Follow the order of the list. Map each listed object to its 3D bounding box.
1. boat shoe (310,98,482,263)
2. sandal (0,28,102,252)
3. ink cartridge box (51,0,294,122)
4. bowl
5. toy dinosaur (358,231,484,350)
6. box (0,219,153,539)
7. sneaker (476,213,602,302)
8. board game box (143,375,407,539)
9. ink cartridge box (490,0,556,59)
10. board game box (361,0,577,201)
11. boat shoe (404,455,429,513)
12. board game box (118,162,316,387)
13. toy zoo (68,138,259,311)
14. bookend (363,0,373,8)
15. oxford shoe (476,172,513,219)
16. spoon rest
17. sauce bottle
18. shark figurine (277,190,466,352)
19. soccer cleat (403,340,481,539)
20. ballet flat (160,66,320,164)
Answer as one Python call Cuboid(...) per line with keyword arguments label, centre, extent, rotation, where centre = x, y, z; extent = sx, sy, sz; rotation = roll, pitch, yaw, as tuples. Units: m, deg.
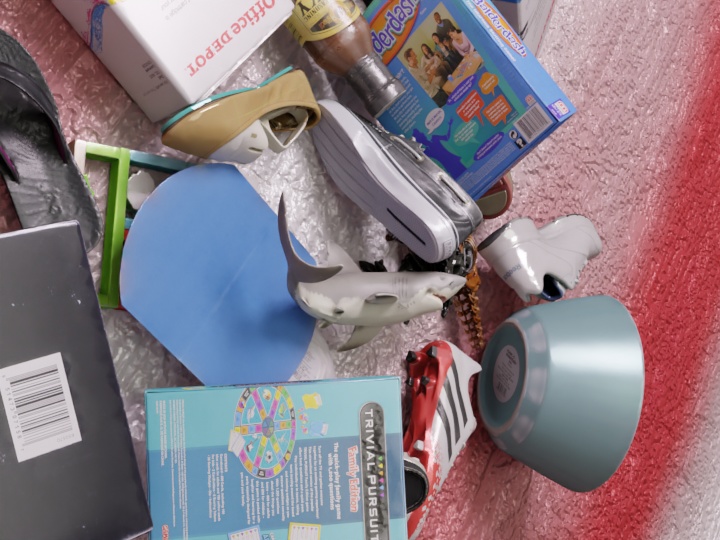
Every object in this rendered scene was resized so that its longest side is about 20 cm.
Cuboid(label="boat shoe", centre=(0.031, -0.090, 0.866), extent=(0.071, 0.072, 0.200), rotation=(-31, 69, -28))
Cuboid(label="sandal", centre=(-0.252, -0.103, 0.697), extent=(0.075, 0.048, 0.202), rotation=(-32, 97, -23))
Cuboid(label="ink cartridge box", centre=(-0.172, -0.246, 0.763), extent=(0.201, 0.084, 0.145), rotation=(52, 59, -21))
Cuboid(label="bowl", centre=(0.188, 0.117, 0.949), extent=(0.104, 0.201, 0.204), rotation=(10, 78, -16))
Cuboid(label="toy dinosaur", centre=(0.080, -0.017, 0.930), extent=(0.200, 0.102, 0.136), rotation=(48, 40, 2))
Cuboid(label="box", centre=(-0.239, 0.083, 0.616), extent=(0.103, 0.181, 0.203), rotation=(-15, 95, -37))
Cuboid(label="sneaker", centre=(0.203, -0.008, 1.004), extent=(0.199, 0.074, 0.088), rotation=(-9, 65, -46))
Cuboid(label="board game box", centre=(-0.065, 0.163, 0.726), extent=(0.197, 0.047, 0.153), rotation=(-1, 86, -13))
Cuboid(label="ink cartridge box", centre=(0.145, -0.297, 0.947), extent=(0.200, 0.083, 0.147), rotation=(68, 40, -63))
Cuboid(label="board game box", centre=(0.080, -0.174, 0.864), extent=(0.201, 0.152, 0.045), rotation=(53, 42, 4))
Cuboid(label="boat shoe", centre=(-0.031, 0.201, 0.791), extent=(0.197, 0.068, 0.073), rotation=(-3, 102, -16))
Cuboid(label="board game box", centre=(-0.119, 0.012, 0.780), extent=(0.200, 0.039, 0.159), rotation=(50, 54, -29))
Cuboid(label="toy zoo", centre=(-0.154, -0.027, 0.792), extent=(0.198, 0.020, 0.133), rotation=(9, 80, -36))
Cuboid(label="bookend", centre=(0.053, -0.398, 0.944), extent=(0.198, 0.092, 0.201), rotation=(-40, 109, -33))
Cuboid(label="oxford shoe", centre=(0.095, -0.149, 0.981), extent=(0.201, 0.070, 0.075), rotation=(59, 25, -11))
Cuboid(label="spoon rest", centre=(-0.035, 0.124, 0.853), extent=(0.200, 0.060, 0.099), rotation=(47, 58, -8))
Cuboid(label="sauce bottle", centre=(-0.034, -0.230, 0.851), extent=(0.200, 0.065, 0.065), rotation=(50, 58, -4))
Cuboid(label="shark figurine", centre=(-0.021, 0.003, 0.807), extent=(0.213, 0.128, 0.090), rotation=(15, 50, -48))
Cuboid(label="soccer cleat", centre=(0.073, 0.169, 0.917), extent=(0.085, 0.068, 0.202), rotation=(24, 68, -32))
Cuboid(label="ballet flat", centre=(-0.089, -0.125, 0.789), extent=(0.063, 0.068, 0.200), rotation=(56, 35, -6))
